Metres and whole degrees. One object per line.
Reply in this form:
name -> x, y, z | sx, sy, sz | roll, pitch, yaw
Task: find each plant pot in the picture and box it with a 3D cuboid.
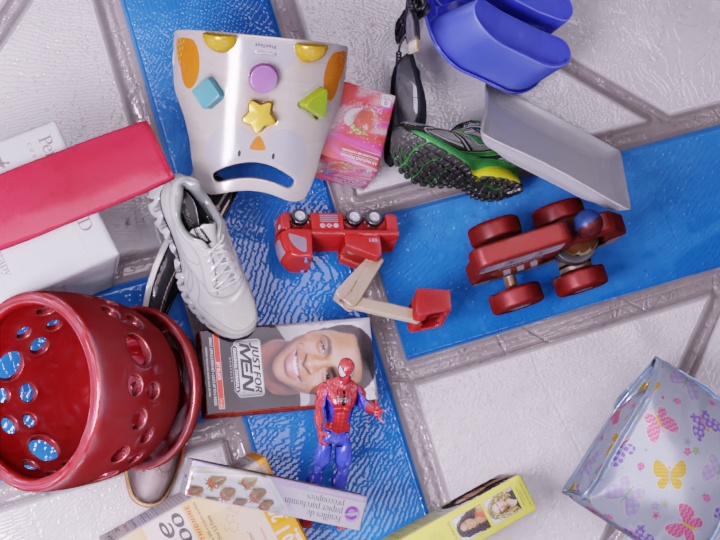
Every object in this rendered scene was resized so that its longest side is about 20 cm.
plant pot -> -0.277, 0.121, 1.328 | 0.182, 0.200, 0.201 | 1, 74, -55

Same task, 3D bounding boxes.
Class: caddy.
caddy -> 0.170, -0.304, 1.587 | 0.200, 0.105, 0.142 | 19, 67, -30

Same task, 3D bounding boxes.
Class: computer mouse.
computer mouse -> 0.064, -0.230, 1.538 | 0.046, 0.140, 0.200 | 6, 77, -6

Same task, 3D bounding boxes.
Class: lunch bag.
lunch bag -> 0.367, 0.228, 1.518 | 0.169, 0.127, 0.200 | 32, 84, -1

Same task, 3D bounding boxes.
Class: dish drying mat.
dish drying mat -> -0.299, -0.089, 1.329 | 0.200, 0.018, 0.077 | -24, 83, -17

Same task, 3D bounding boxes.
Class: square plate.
square plate -> 0.232, -0.148, 1.557 | 0.198, 0.200, 0.028 | 27, 116, -6

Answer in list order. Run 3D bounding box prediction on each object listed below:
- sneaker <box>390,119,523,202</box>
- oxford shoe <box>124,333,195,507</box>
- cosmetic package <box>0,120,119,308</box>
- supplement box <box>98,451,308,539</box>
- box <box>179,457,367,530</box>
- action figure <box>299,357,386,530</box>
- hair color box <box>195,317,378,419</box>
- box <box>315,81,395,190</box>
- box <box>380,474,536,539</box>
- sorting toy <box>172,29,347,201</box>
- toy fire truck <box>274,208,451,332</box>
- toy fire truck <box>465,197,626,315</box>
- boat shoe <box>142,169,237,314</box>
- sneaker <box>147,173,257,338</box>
sneaker -> 0.112, -0.145, 1.550 | 0.200, 0.078, 0.085 | 15, 61, -41
oxford shoe -> -0.226, 0.165, 1.431 | 0.071, 0.073, 0.200 | 8, 81, -11
cosmetic package -> -0.390, -0.033, 1.393 | 0.200, 0.166, 0.168 | -25, 84, -16
supplement box -> -0.169, 0.303, 1.407 | 0.200, 0.074, 0.126 | -29, 96, -16
box -> -0.093, 0.240, 1.374 | 0.200, 0.041, 0.039 | 15, 84, -16
action figure -> -0.022, 0.200, 1.418 | 0.065, 0.099, 0.200 | 4, 100, -15
hair color box -> -0.086, 0.113, 1.479 | 0.200, 0.061, 0.102 | -4, 79, -13
box -> -0.070, -0.176, 1.524 | 0.200, 0.095, 0.100 | 15, 77, -8
box -> 0.100, 0.301, 1.473 | 0.200, 0.075, 0.050 | -26, 87, -17
sorting toy -> -0.113, -0.171, 1.430 | 0.200, 0.107, 0.180 | 4, 98, -9
toy fire truck -> 0.000, 0.000, 1.507 | 0.200, 0.049, 0.141 | 0, 62, -12
toy fire truck -> 0.220, -0.026, 1.508 | 0.200, 0.168, 0.112 | -16, 82, -4
boat shoe -> -0.198, -0.024, 1.482 | 0.060, 0.074, 0.200 | 20, 67, -2
sneaker -> -0.169, -0.015, 1.412 | 0.075, 0.081, 0.200 | -30, 98, -24
